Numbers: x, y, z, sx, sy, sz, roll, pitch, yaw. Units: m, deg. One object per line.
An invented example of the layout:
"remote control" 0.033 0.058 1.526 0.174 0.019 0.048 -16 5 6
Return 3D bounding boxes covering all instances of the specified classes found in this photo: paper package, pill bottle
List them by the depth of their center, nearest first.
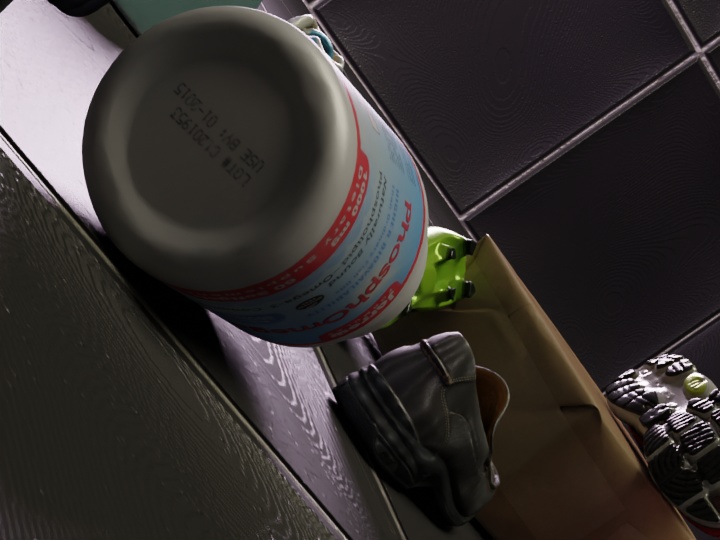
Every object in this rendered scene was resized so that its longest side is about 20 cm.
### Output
"pill bottle" -0.033 -0.028 0.932 0.109 0.108 0.200 57 6 18
"paper package" 0.114 0.111 1.464 0.200 0.103 0.191 50 7 -44

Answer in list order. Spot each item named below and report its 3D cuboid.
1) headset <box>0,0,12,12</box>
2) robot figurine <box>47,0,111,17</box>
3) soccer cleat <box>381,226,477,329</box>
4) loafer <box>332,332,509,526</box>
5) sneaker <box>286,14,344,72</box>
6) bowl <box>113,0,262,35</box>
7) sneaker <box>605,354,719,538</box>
"headset" -0.150 -0.121 0.460 0.199 0.124 0.094 33 -9 -29
"robot figurine" -0.142 -0.201 0.892 0.201 0.125 0.150 56 -39 -2
"soccer cleat" 0.000 0.000 1.360 0.200 0.081 0.068 0 94 -64
"loafer" 0.051 0.084 1.203 0.073 0.072 0.200 56 4 19
"sneaker" -0.054 -0.144 1.638 0.077 0.081 0.200 52 5 -16
"bowl" -0.118 -0.222 1.397 0.201 0.105 0.201 55 6 -9
"sneaker" 0.219 0.119 1.419 0.085 0.077 0.200 59 4 -22
